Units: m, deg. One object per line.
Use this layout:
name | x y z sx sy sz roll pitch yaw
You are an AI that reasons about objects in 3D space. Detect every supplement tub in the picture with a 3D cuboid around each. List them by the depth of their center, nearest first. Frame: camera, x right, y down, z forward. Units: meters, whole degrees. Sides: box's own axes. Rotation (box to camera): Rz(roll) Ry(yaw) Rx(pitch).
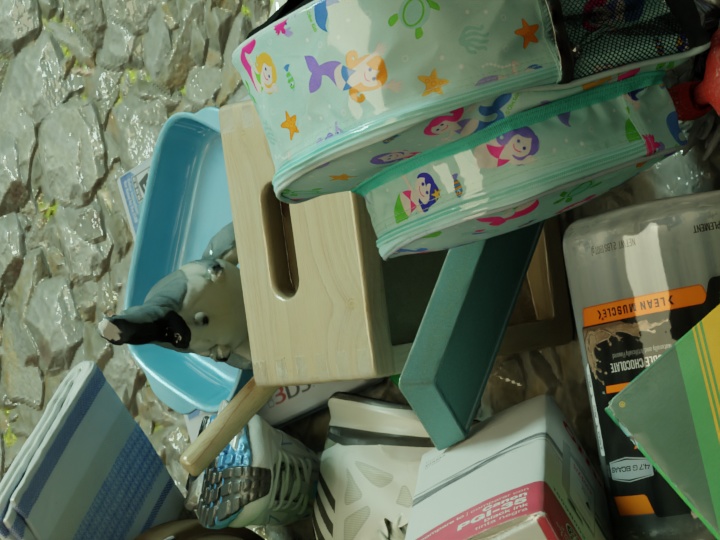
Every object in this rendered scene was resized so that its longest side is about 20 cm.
supplement tub | 0.175 0.064 1.170 0.122 0.122 0.201 -14 86 47

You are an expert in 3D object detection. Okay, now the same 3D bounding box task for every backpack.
backpack | 0.046 -0.089 1.124 0.177 0.199 0.151 -22 80 57

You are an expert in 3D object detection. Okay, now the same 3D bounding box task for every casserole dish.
casserole dish | -0.091 -0.006 1.479 0.121 0.039 0.201 31 117 40

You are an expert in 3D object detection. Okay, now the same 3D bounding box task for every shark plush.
shark plush | -0.109 0.036 1.359 0.083 0.200 0.091 -7 105 12

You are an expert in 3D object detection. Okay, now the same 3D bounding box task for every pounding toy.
pounding toy | 0.000 0.000 1.305 0.142 0.184 0.201 -7 90 48

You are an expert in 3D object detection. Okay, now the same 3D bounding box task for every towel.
towel | -0.149 0.171 1.437 0.024 0.147 0.200 -12 123 30

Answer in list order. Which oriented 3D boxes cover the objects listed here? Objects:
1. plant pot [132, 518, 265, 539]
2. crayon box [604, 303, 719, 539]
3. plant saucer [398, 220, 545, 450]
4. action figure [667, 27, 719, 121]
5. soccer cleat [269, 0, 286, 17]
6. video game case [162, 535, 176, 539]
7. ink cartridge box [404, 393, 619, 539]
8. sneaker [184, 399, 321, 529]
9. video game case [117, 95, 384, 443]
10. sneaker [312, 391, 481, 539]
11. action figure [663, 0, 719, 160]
plant pot | -0.074 0.250 1.413 0.093 0.201 0.202 -4 93 40
crayon box | 0.225 0.041 1.070 0.200 0.058 0.119 -42 82 6
plant saucer | 0.069 -0.006 1.241 0.019 0.070 0.200 6 59 27
action figure | 0.245 -0.103 1.124 0.199 0.099 0.065 -15 81 25
soccer cleat | -0.022 -0.104 1.407 0.077 0.069 0.201 4 91 52
video game case | -0.112 0.272 1.303 0.181 0.036 0.200 -38 82 36
ink cartridge box | 0.091 0.161 1.162 0.083 0.200 0.147 -29 99 11
sneaker | -0.054 0.121 1.412 0.200 0.086 0.075 173 111 -83
video game case | -0.074 0.002 1.506 0.182 0.022 0.201 -27 75 46
sneaker | 0.045 0.139 1.335 0.200 0.076 0.116 7 83 51
action figure | 0.135 -0.133 1.228 0.200 0.069 0.130 31 110 37
